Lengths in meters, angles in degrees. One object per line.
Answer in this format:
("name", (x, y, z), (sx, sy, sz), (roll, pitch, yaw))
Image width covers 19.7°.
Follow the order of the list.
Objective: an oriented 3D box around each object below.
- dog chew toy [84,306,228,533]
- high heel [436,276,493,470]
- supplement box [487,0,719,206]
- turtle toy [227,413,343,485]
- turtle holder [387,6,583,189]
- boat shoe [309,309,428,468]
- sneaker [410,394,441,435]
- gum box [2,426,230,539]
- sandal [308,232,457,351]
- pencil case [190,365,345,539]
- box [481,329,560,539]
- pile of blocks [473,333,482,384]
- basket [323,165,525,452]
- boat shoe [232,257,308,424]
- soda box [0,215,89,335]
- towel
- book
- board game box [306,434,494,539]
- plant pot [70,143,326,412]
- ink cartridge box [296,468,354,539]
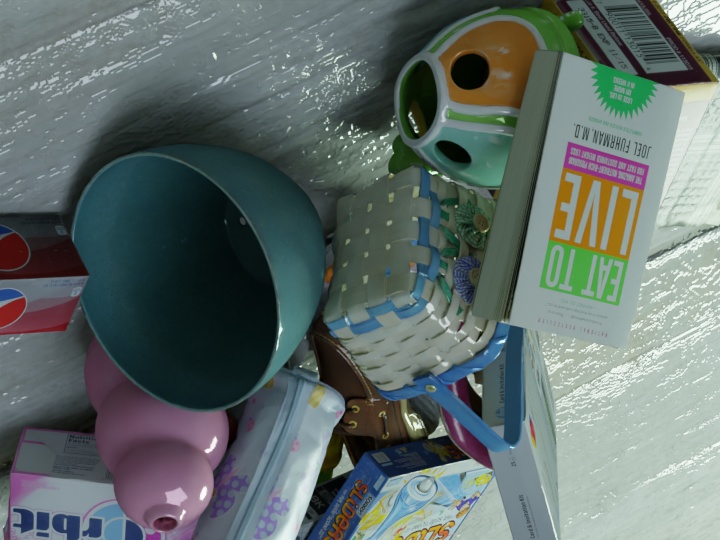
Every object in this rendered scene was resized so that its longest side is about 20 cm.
("dog chew toy", (-0.157, 0.118, 1.645), (0.123, 0.201, 0.125), (-4, 139, -4))
("high heel", (0.099, 0.089, 1.784), (0.096, 0.068, 0.200), (-33, 116, 11))
("supplement box", (0.190, -0.116, 1.696), (0.102, 0.131, 0.201), (-8, 138, -28))
("turtle toy", (-0.110, 0.182, 1.849), (0.198, 0.101, 0.146), (-12, 141, -27))
("turtle holder", (0.091, -0.134, 1.615), (0.131, 0.185, 0.142), (-5, 97, -27))
("boat shoe", (0.000, 0.112, 1.763), (0.068, 0.072, 0.201), (-47, 141, -18))
("sneaker", (0.055, 0.046, 1.840), (0.078, 0.080, 0.202), (13, 124, 12))
("gum box", (-0.205, 0.205, 1.752), (0.198, 0.066, 0.114), (7, 122, -1))
("sandal", (-0.006, -0.003, 1.752), (0.079, 0.060, 0.206), (31, 132, -33))
("pencil case", (-0.081, 0.176, 1.662), (0.091, 0.082, 0.201), (72, 37, -63))
("box", (0.139, 0.126, 1.779), (0.041, 0.201, 0.157), (-10, 125, 10))
("pile of blocks", (0.125, 0.019, 1.879), (0.062, 0.082, 0.201), (11, 127, -2))
("basket", (0.067, 0.028, 1.615), (0.138, 0.178, 0.200), (-18, 141, 30))
("boat shoe", (-0.074, 0.061, 1.737), (0.065, 0.072, 0.202), (-16, 126, -18))
("soda box", (-0.306, 0.006, 1.521), (0.199, 0.070, 0.064), (-3, 138, -35))
("towel", (0.296, -0.116, 1.869), (0.191, 0.035, 0.201), (-5, 134, -37))
("book", (0.166, -0.051, 1.545), (0.133, 0.048, 0.202), (12, 90, -36))
("board game box", (0.038, 0.209, 1.832), (0.199, 0.034, 0.136), (-6, 134, -54))
("plant pot", (-0.102, -0.011, 1.574), (0.134, 0.200, 0.201), (-29, 154, -49))
("ink cartridge box", (-0.026, 0.227, 1.847), (0.199, 0.039, 0.100), (-21, 143, -45))
